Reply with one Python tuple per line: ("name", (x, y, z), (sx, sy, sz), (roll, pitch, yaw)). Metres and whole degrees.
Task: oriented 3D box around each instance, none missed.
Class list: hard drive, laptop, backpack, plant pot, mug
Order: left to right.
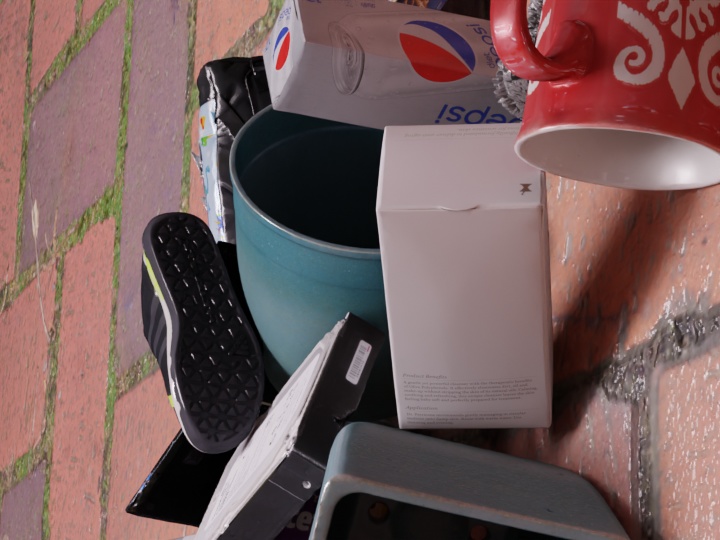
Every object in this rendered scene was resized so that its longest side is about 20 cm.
("laptop", (-0.079, 0.101, 1.952), (0.200, 0.176, 0.104), (-55, 42, 24))
("hard drive", (-0.058, 0.135, 1.738), (0.200, 0.038, 0.140), (-53, 10, 45))
("backpack", (-0.058, -0.060, 2.045), (0.154, 0.162, 0.202), (123, 142, -65))
("plant pot", (0.000, 0.000, 1.815), (0.201, 0.198, 0.189), (-109, 19, -50))
("plant pot", (0.049, 0.202, 1.603), (0.200, 0.195, 0.197), (-94, 18, -72))
("mug", (0.163, -0.167, 1.479), (0.177, 0.132, 0.202), (40, -124, -67))

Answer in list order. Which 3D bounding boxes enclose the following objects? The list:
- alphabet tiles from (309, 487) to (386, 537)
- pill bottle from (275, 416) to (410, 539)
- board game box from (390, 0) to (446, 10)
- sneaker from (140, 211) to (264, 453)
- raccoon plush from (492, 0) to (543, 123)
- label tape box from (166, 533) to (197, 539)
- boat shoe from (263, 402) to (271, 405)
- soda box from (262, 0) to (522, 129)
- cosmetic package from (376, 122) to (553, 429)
("alphabet tiles", (-0.002, 0.224, 1.766), (0.200, 0.007, 0.168), (41, -121, -63))
("pill bottle", (-0.023, 0.191, 1.859), (0.112, 0.112, 0.201), (-34, 36, 63))
("board game box", (0.031, -0.234, 1.936), (0.136, 0.035, 0.200), (-56, 18, -9))
("sneaker", (-0.121, 0.052, 1.845), (0.083, 0.071, 0.201), (118, 145, -56))
("raccoon plush", (0.130, -0.161, 1.657), (0.200, 0.096, 0.135), (145, 138, -63))
("label tape box", (-0.103, 0.279, 2.016), (0.063, 0.144, 0.200), (-56, 12, -20))
("boat shoe", (-0.077, 0.090, 2.041), (0.201, 0.073, 0.065), (54, 180, 1))
("soda box", (0.037, -0.139, 1.728), (0.064, 0.199, 0.068), (-101, 29, -42))
("cosmetic package", (0.070, 0.007, 1.605), (0.085, 0.107, 0.201), (-84, -7, -47))
